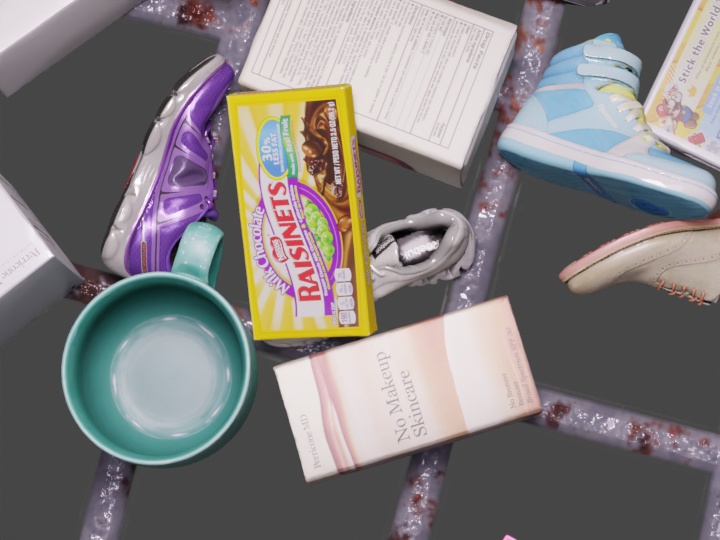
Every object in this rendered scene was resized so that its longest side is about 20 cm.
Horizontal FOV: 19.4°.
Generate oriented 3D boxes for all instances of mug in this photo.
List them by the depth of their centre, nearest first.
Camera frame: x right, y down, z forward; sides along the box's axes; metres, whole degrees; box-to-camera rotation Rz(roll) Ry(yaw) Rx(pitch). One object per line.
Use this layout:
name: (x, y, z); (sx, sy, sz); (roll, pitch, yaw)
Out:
mug: (-0.146, 0.073, 1.701); (0.185, 0.114, 0.152); (-40, 83, -3)

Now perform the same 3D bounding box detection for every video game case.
video game case: (0.352, -0.169, 1.765); (0.181, 0.023, 0.201); (26, 85, 5)

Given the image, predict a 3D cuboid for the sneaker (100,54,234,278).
sneaker: (-0.147, -0.083, 1.755); (0.083, 0.081, 0.201); (22, 93, -9)

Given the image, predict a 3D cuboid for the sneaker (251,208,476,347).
sneaker: (0.000, 0.000, 1.725); (0.199, 0.081, 0.076); (-27, 84, 0)

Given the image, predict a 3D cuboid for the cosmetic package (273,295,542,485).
cosmetic package: (0.038, 0.098, 1.705); (0.199, 0.087, 0.104); (-18, 83, 0)

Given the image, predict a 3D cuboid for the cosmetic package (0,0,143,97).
cosmetic package: (-0.247, -0.242, 1.754); (0.199, 0.108, 0.085); (-34, 82, -4)

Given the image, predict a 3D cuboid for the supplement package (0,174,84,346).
supplement package: (-0.343, 0.019, 1.696); (0.200, 0.156, 0.111); (-39, 83, -4)

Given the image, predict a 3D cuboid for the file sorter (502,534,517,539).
file sorter: (0.126, 0.329, 1.651); (0.138, 0.125, 0.201); (30, 84, 5)

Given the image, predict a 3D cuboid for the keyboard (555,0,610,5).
keyboard: (0.175, -0.329, 1.764); (0.126, 0.021, 0.201); (14, 99, -6)

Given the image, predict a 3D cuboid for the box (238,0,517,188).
box: (0.015, -0.167, 1.732); (0.199, 0.109, 0.129); (22, 84, 5)

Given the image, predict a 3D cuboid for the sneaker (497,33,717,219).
sneaker: (0.217, -0.124, 1.708); (0.199, 0.080, 0.131); (21, 79, 32)

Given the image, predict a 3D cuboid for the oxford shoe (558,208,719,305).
oxford shoe: (0.263, -0.004, 1.721); (0.199, 0.071, 0.074); (-16, 84, 0)

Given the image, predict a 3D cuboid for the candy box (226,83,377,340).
candy box: (-0.047, -0.045, 1.680); (0.101, 0.026, 0.202); (-3, 101, 19)
